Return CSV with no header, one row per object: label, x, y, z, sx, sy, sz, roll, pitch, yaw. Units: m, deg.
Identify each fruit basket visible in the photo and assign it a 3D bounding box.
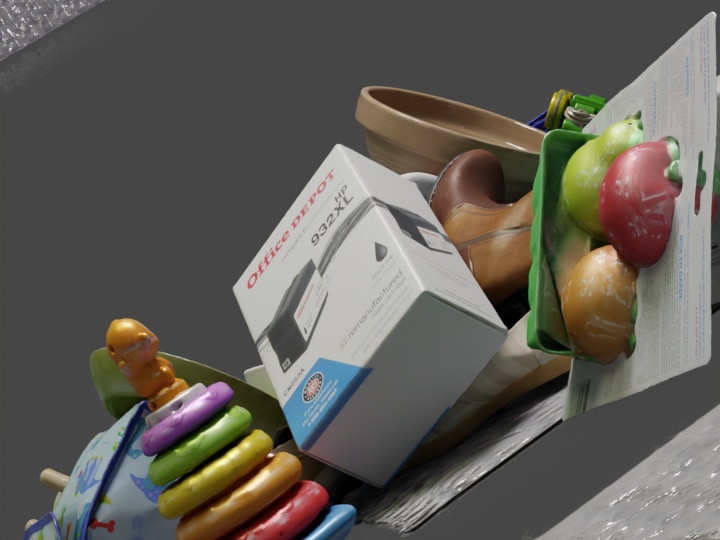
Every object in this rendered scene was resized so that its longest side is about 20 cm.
fruit basket,0.159,-0.021,0.914,0.093,0.188,0.200,9,-16,-17

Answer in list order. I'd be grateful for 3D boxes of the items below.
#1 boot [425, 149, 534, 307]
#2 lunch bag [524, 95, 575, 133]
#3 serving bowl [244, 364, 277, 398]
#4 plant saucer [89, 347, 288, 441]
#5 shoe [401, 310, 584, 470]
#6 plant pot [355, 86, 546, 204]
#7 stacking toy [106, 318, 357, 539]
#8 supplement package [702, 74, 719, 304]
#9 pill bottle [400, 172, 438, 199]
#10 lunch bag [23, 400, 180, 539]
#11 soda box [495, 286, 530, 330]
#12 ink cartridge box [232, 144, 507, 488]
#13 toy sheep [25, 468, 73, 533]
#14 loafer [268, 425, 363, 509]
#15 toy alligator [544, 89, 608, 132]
boot,0.116,-0.051,1.183,0.200,0.068,0.189,-38,21,47
lunch bag,0.162,-0.064,1.564,0.200,0.094,0.151,-44,-30,-17
serving bowl,0.000,0.102,1.438,0.197,0.067,0.200,-10,-6,-1
plant saucer,-0.127,0.119,1.302,0.200,0.198,0.031,-31,36,63
shoe,0.083,0.078,1.158,0.199,0.054,0.070,-34,0,29
plant pot,0.084,-0.087,1.422,0.201,0.199,0.094,-37,-35,-73
stacking toy,-0.102,0.116,1.057,0.109,0.201,0.116,-33,1,-35
supplement package,0.268,-0.079,1.050,0.199,0.118,0.117,-33,1,-27
pill bottle,0.000,0.000,1.372,0.119,0.121,0.199,-34,8,-37
lunch bag,-0.193,0.219,1.278,0.202,0.127,0.170,-66,12,-21
soda box,0.110,0.052,1.272,0.070,0.064,0.200,-34,2,-31
ink cartridge box,0.000,0.027,1.162,0.146,0.083,0.201,-53,34,17
toy sheep,-0.216,0.225,1.483,0.137,0.139,0.200,-32,-4,17
loafer,-0.026,0.125,1.210,0.074,0.070,0.200,-65,-9,18
toy alligator,0.174,-0.107,1.306,0.200,0.059,0.055,-38,-35,-75
